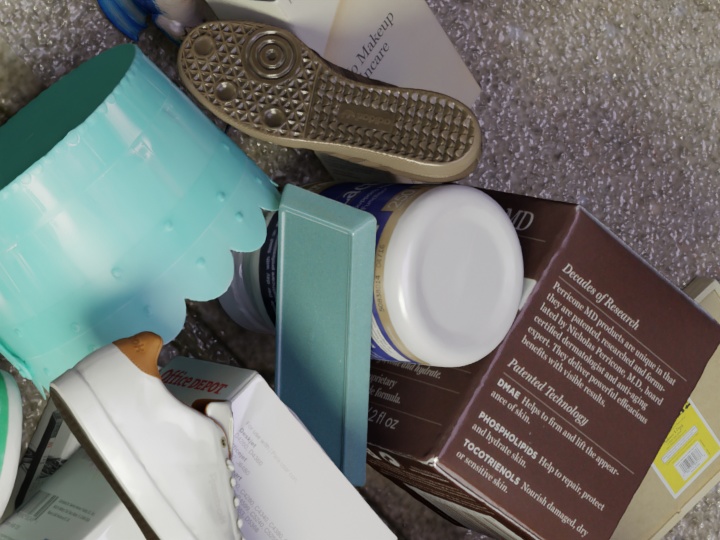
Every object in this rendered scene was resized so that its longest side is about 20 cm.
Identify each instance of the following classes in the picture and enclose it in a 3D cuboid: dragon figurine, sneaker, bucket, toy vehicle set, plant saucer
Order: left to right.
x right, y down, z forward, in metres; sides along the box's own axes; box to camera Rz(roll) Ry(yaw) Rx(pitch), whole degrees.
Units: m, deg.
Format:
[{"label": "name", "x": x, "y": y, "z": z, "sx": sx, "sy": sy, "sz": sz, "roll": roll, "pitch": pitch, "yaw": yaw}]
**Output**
[{"label": "bucket", "x": -0.166, "y": -0.035, "z": 1.528, "sx": 0.207, "sy": 0.207, "sz": 0.135, "roll": -44, "pitch": 108, "yaw": -17}, {"label": "dragon figurine", "x": -0.133, "y": -0.183, "z": 1.607, "sx": 0.059, "sy": 0.099, "sz": 0.200, "roll": -46, "pitch": 130, "yaw": -18}, {"label": "sneaker", "x": -0.088, "y": 0.124, "z": 1.387, "sx": 0.085, "sy": 0.073, "sz": 0.200, "roll": -35, "pitch": 103, "yaw": -17}, {"label": "plant saucer", "x": -0.026, "y": 0.046, "z": 1.535, "sx": 0.019, "sy": 0.070, "sz": 0.201, "roll": -34, "pitch": 136, "yaw": -47}, {"label": "sneaker", "x": -0.021, "y": -0.096, "z": 1.539, "sx": 0.199, "sy": 0.076, "sz": 0.071, "roll": 21, "pitch": 78, "yaw": 8}, {"label": "toy vehicle set", "x": 0.222, "y": 0.115, "z": 1.816, "sx": 0.200, "sy": 0.026, "sz": 0.124, "roll": -41, "pitch": 109, "yaw": -18}]

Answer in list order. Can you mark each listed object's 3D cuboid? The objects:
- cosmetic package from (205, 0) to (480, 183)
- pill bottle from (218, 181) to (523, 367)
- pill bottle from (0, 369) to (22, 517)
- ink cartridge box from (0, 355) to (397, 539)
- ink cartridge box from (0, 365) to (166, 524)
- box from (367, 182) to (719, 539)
[{"label": "cosmetic package", "x": -0.010, "y": -0.151, "z": 1.619, "sx": 0.104, "sy": 0.073, "sz": 0.200, "roll": -58, "pitch": 137, "yaw": -21}, {"label": "pill bottle", "x": 0.000, "y": 0.000, "z": 1.598, "sx": 0.115, "sy": 0.200, "sz": 0.116, "roll": -3, "pitch": 94, "yaw": -42}, {"label": "pill bottle", "x": -0.319, "y": 0.099, "z": 1.506, "sx": 0.199, "sy": 0.113, "sz": 0.114, "roll": 12, "pitch": 88, "yaw": -25}, {"label": "ink cartridge box", "x": -0.113, "y": 0.173, "z": 1.498, "sx": 0.200, "sy": 0.147, "sz": 0.146, "roll": -45, "pitch": 108, "yaw": -16}, {"label": "ink cartridge box", "x": -0.154, "y": 0.165, "z": 1.606, "sx": 0.144, "sy": 0.084, "sz": 0.201, "roll": 27, "pitch": 82, "yaw": -24}, {"label": "box", "x": 0.105, "y": 0.071, "z": 1.671, "sx": 0.164, "sy": 0.166, "sz": 0.200, "roll": 37, "pitch": 77, "yaw": -31}]
